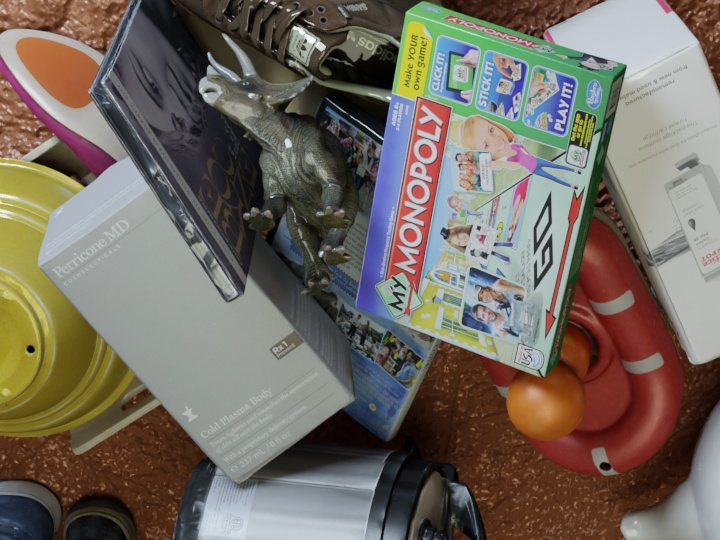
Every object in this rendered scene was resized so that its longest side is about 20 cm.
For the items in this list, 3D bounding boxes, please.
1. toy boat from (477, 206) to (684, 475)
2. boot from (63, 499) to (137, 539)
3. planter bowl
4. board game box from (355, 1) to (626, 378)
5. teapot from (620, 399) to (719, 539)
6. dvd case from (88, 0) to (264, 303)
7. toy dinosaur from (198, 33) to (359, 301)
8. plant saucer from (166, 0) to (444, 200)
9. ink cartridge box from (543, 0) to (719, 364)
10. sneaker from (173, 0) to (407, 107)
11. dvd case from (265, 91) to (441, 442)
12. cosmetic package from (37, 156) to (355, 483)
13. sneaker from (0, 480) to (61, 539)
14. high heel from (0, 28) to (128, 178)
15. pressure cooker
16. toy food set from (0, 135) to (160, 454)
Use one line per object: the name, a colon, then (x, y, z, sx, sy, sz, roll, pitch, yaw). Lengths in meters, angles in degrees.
toy boat: (0.130, 0.061, 1.227, 0.130, 0.131, 0.201, -14, 122, 30)
boot: (-0.188, 0.289, 1.369, 0.072, 0.151, 0.202, -3, 115, 3)
planter bowl: (-0.244, 0.033, 1.236, 0.198, 0.084, 0.202, 2, 108, 5)
board game box: (0.075, -0.047, 1.134, 0.134, 0.029, 0.201, 19, 119, 19)
teapot: (0.319, 0.152, 1.303, 0.199, 0.146, 0.198, 34, 79, 6)
dvd case: (-0.104, -0.086, 1.135, 0.016, 0.200, 0.149, -26, 112, 14)
toy dinosaur: (-0.029, -0.052, 1.168, 0.076, 0.103, 0.200, -11, 143, 21)
plant saucer: (-0.037, -0.139, 1.234, 0.198, 0.030, 0.202, 0, 115, 1)
ink cartridge box: (0.199, -0.064, 1.198, 0.082, 0.147, 0.201, -25, 113, 6)
sneaker: (-0.038, -0.160, 1.167, 0.199, 0.076, 0.071, 20, 114, -8)
dvd case: (0.000, 0.000, 1.239, 0.142, 0.018, 0.201, 37, 126, 18)
cosmetic package: (-0.102, 0.022, 1.193, 0.107, 0.090, 0.200, -36, 114, 14)
sneaker: (-0.326, 0.223, 1.347, 0.201, 0.146, 0.077, -13, 116, 9)
high heel: (-0.171, -0.077, 1.253, 0.200, 0.067, 0.096, 40, 145, 2)
pressure cooker: (-0.014, 0.206, 1.258, 0.198, 0.179, 0.178, 3, 95, 14)
toy food set: (-0.203, 0.018, 1.294, 0.143, 0.061, 0.200, -32, 111, 15)
